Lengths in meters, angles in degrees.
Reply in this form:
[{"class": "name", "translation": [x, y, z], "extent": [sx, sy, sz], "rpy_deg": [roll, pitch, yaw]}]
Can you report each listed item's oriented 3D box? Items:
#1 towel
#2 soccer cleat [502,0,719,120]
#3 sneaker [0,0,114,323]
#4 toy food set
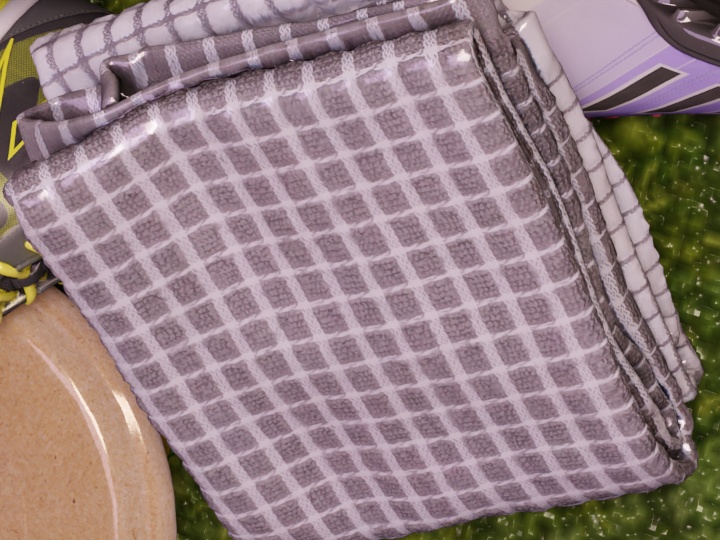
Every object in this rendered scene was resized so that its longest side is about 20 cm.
[{"class": "towel", "translation": [0.000, 0.000, 0.731], "extent": [0.165, 0.086, 0.200], "rpy_deg": [-13, 128, 26]}, {"class": "soccer cleat", "translation": [0.075, -0.075, 0.749], "extent": [0.200, 0.068, 0.073], "rpy_deg": [13, 131, 13]}, {"class": "sneaker", "translation": [-0.133, -0.013, 0.793], "extent": [0.085, 0.074, 0.200], "rpy_deg": [23, 76, 17]}, {"class": "toy food set", "translation": [-0.151, 0.087, 0.870], "extent": [0.198, 0.049, 0.200], "rpy_deg": [22, 106, 18]}]
